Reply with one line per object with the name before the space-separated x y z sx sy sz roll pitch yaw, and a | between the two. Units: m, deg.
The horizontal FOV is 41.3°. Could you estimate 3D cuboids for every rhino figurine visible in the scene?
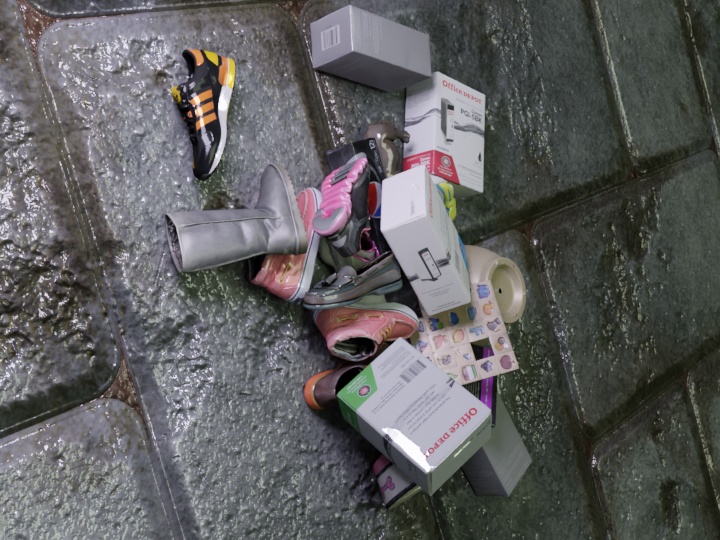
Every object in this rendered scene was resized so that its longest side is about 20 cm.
rhino figurine | 0.049 -0.168 1.687 0.087 0.059 0.203 -4 87 -49

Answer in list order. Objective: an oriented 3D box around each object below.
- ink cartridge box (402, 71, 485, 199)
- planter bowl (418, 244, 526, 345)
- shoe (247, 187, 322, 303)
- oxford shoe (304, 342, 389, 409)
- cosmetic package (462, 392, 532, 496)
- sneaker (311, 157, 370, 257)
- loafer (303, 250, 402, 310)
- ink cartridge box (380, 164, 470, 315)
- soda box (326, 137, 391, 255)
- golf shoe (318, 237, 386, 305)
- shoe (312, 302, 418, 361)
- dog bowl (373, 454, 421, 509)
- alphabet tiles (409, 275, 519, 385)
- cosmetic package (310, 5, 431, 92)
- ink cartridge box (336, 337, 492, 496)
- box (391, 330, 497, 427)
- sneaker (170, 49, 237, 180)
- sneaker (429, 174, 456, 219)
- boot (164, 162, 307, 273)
ink cartridge box | 0.159 -0.251 1.793 0.146 0.082 0.203 14 73 -41
planter bowl | 0.220 0.045 1.764 0.199 0.134 0.203 9 77 -43
shoe | -0.116 -0.054 1.494 0.090 0.071 0.202 25 60 -30
oxford shoe | 0.000 0.173 1.565 0.199 0.072 0.072 -31 104 -43
cosmetic package | 0.226 0.305 1.756 0.107 0.090 0.201 -40 108 -40
sneaker | -0.015 -0.097 1.513 0.096 0.078 0.201 51 36 -27
loafer | -0.014 0.014 1.501 0.199 0.071 0.064 -14 106 -44
ink cartridge box | 0.109 -0.051 1.593 0.147 0.083 0.201 -87 152 -51
soda box | 0.010 -0.118 1.630 0.063 0.070 0.202 -21 97 -45
golf shoe | 0.000 0.000 1.586 0.075 0.091 0.201 -50 118 -39
shoe | 0.020 0.104 1.555 0.198 0.072 0.091 10 37 -33
dog bowl | 0.107 0.305 1.572 0.199 0.200 0.074 -20 69 -45
alphabet tiles | 0.164 0.099 1.652 0.008 0.165 0.202 77 -3 -69
cosmetic package | 0.021 -0.380 1.657 0.199 0.106 0.091 4 79 -46
ink cartridge box | 0.084 0.223 1.471 0.146 0.200 0.084 -39 147 -21
box | 0.144 0.186 1.665 0.198 0.036 0.144 17 61 -15
sneaker | -0.243 -0.233 1.415 0.089 0.070 0.203 15 71 -26
sneaker | 0.126 -0.098 1.702 0.200 0.075 0.106 42 63 -65
boot | -0.191 -0.080 1.415 0.198 0.073 0.183 -9 52 -17
